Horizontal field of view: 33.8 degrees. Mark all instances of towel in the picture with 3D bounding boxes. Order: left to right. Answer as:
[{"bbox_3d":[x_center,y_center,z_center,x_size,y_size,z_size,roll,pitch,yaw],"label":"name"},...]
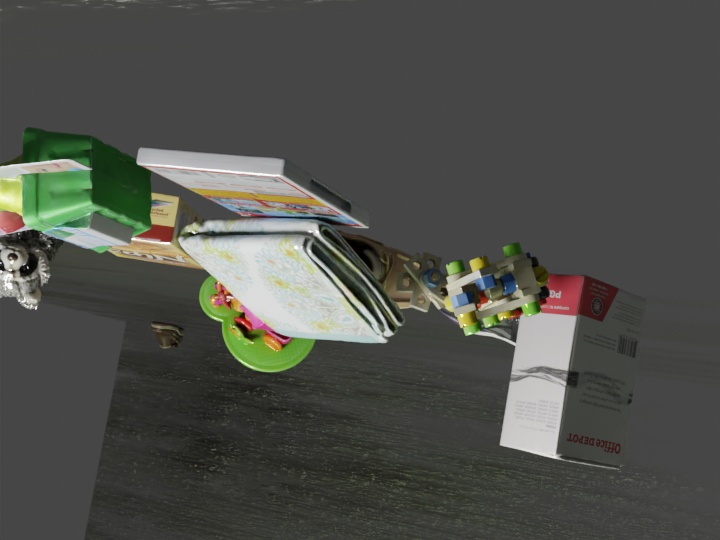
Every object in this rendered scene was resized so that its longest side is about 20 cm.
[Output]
[{"bbox_3d":[-0.069,0.008,1.214,0.199,0.048,0.171,1,144,42],"label":"towel"}]

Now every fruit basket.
[{"bbox_3d":[-0.295,-0.057,1.062,0.199,0.094,0.185,-13,166,16],"label":"fruit basket"}]

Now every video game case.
[{"bbox_3d":[-0.090,-0.073,1.068,0.142,0.018,0.200,7,172,22],"label":"video game case"}]

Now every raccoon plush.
[{"bbox_3d":[-0.388,-0.016,1.436,0.096,0.135,0.200,7,172,14],"label":"raccoon plush"}]

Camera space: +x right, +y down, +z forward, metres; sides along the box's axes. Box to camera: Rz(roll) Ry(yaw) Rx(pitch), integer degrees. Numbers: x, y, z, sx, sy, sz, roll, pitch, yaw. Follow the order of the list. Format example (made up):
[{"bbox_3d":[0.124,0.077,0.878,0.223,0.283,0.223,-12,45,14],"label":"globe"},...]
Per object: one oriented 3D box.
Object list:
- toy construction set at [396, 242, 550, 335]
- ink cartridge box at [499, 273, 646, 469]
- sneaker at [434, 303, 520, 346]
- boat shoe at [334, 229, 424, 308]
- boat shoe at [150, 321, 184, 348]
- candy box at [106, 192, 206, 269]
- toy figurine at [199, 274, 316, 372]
[{"bbox_3d":[0.117,0.022,1.210,0.130,0.093,0.200,-16,-173,-18],"label":"toy construction set"},{"bbox_3d":[0.243,0.115,1.345,0.083,0.201,0.146,4,170,43],"label":"ink cartridge box"},{"bbox_3d":[0.174,0.052,1.475,0.087,0.076,0.199,24,165,-41],"label":"sneaker"},{"bbox_3d":[0.000,0.000,1.288,0.199,0.074,0.069,14,178,-23],"label":"boat shoe"},{"bbox_3d":[-0.592,0.203,3.644,0.074,0.075,0.202,8,172,14],"label":"boat shoe"},{"bbox_3d":[-0.238,-0.047,1.315,0.115,0.056,0.200,9,172,5],"label":"candy box"},{"bbox_3d":[-0.154,0.040,1.752,0.199,0.150,0.184,33,161,8],"label":"toy figurine"}]
